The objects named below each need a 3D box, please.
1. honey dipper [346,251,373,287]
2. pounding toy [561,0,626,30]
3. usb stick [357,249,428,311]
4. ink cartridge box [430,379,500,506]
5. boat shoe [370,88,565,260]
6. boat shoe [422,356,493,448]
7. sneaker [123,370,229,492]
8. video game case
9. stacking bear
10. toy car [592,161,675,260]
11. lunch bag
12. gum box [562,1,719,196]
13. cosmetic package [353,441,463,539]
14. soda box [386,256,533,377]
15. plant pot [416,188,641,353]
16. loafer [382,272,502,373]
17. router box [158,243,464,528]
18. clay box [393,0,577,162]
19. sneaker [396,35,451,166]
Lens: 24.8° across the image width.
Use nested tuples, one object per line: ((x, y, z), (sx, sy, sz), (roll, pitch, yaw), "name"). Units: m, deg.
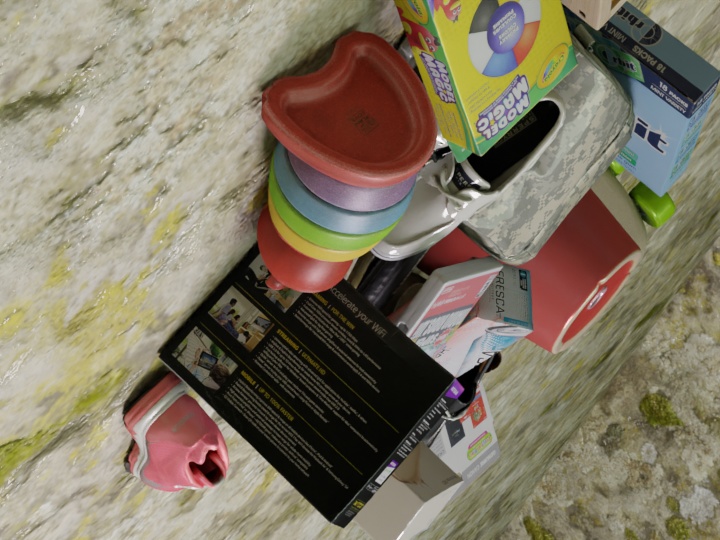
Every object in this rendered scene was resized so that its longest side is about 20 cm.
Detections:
((0.000, 0.000, 1.524), (0.038, 0.038, 0.201), (-36, 161, -39), "honey dipper")
((0.224, -0.303, 1.217), (0.200, 0.142, 0.184), (-46, 165, -9), "pounding toy")
((0.036, -0.006, 1.615), (0.201, 0.033, 0.055), (-53, 163, 14), "usb stick")
((0.053, 0.174, 1.815), (0.083, 0.177, 0.200), (-2, -157, 43), "ink cartridge box")
((0.085, -0.077, 1.320), (0.199, 0.072, 0.066), (-34, -172, 4), "boat shoe")
((0.082, 0.124, 1.681), (0.071, 0.068, 0.201), (6, 122, -35), "boat shoe")
((-0.152, 0.163, 1.400), (0.074, 0.087, 0.200), (-42, 164, -17), "sneaker")
((0.039, 0.074, 1.417), (0.201, 0.017, 0.143), (-55, 164, 19), "video game case")
((-0.024, -0.057, 1.204), (0.121, 0.114, 0.200), (-38, 166, -34), "stacking bear")
((0.245, -0.067, 1.938), (0.164, 0.158, 0.200), (-43, -167, -7), "toy car")
((0.140, -0.117, 1.430), (0.200, 0.139, 0.168), (-50, 168, 5), "lunch bag")
((0.241, -0.174, 1.521), (0.045, 0.170, 0.200), (-45, 164, -14), "gum box")
((-0.006, 0.175, 1.615), (0.073, 0.200, 0.103), (-55, 164, 20), "cosmetic package")
((0.083, 0.058, 1.562), (0.068, 0.064, 0.200), (13, 153, -26), "soda box")
((0.183, -0.023, 1.707), (0.200, 0.177, 0.201), (-45, 164, -16), "plant pot")
((0.087, 0.057, 1.727), (0.199, 0.067, 0.077), (25, 86, -49), "loafer")
((-0.040, 0.082, 1.300), (0.149, 0.200, 0.051), (-48, 163, -2), "router box")
((0.093, -0.176, 1.184), (0.115, 0.047, 0.201), (-43, 135, -19), "clay box")
((0.031, -0.103, 1.288), (0.201, 0.080, 0.074), (-54, 165, 22), "sneaker")
